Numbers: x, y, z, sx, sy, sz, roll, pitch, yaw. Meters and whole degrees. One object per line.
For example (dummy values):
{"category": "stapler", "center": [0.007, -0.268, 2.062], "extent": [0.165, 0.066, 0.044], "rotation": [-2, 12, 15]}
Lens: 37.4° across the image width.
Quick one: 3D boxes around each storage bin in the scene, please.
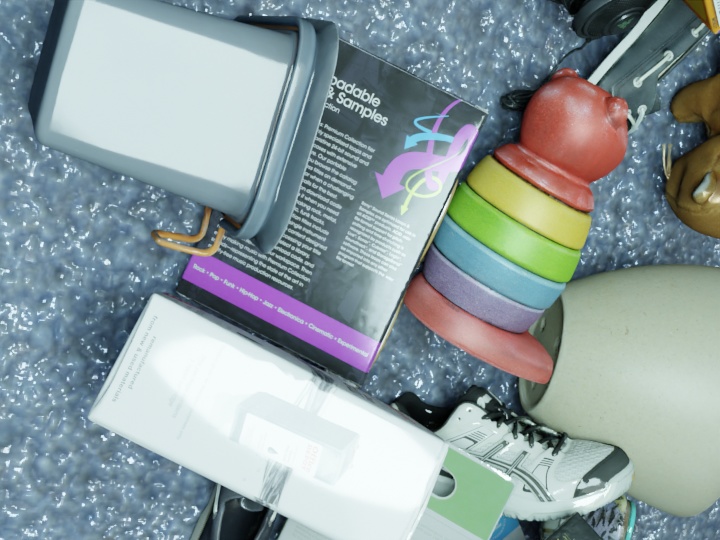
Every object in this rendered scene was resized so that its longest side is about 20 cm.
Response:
{"category": "storage bin", "center": [-0.115, -0.093, 0.604], "extent": [0.132, 0.200, 0.148], "rotation": [15, 98, -21]}

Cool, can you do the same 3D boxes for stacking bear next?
{"category": "stacking bear", "center": [0.121, -0.042, 0.764], "extent": [0.112, 0.121, 0.202], "rotation": [18, 107, -36]}

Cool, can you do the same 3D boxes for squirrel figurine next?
{"category": "squirrel figurine", "center": [0.332, -0.110, 0.841], "extent": [0.141, 0.199, 0.189], "rotation": [40, 76, -37]}

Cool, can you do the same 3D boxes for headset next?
{"category": "headset", "center": [0.149, -0.206, 0.759], "extent": [0.092, 0.124, 0.202], "rotation": [-18, 137, -20]}

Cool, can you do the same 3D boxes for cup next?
{"category": "cup", "center": [0.210, 0.081, 0.854], "extent": [0.140, 0.200, 0.204], "rotation": [14, 99, -8]}

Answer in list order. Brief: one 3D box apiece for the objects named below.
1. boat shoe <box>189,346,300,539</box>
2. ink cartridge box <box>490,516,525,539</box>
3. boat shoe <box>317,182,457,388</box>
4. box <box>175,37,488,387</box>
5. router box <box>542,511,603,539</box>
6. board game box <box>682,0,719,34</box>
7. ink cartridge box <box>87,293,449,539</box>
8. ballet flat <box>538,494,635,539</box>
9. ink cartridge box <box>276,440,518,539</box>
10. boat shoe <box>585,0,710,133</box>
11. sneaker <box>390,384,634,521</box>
{"category": "boat shoe", "center": [-0.074, 0.159, 0.772], "extent": [0.072, 0.063, 0.204], "rotation": [15, 97, -31]}
{"category": "ink cartridge box", "center": [0.093, 0.276, 0.902], "extent": [0.115, 0.066, 0.202], "rotation": [-33, 119, -16]}
{"category": "boat shoe", "center": [0.000, 0.000, 0.769], "extent": [0.068, 0.071, 0.203], "rotation": [24, 93, -12]}
{"category": "box", "center": [-0.018, -0.045, 0.716], "extent": [0.141, 0.036, 0.203], "rotation": [26, 94, 2]}
{"category": "router box", "center": [0.122, 0.274, 0.794], "extent": [0.148, 0.051, 0.201], "rotation": [-37, 150, -12]}
{"category": "board game box", "center": [0.279, -0.314, 0.704], "extent": [0.197, 0.201, 0.202], "rotation": [-19, 119, 11]}
{"category": "ink cartridge box", "center": [-0.057, 0.094, 0.670], "extent": [0.198, 0.146, 0.086], "rotation": [29, 86, -6]}
{"category": "ballet flat", "center": [0.184, 0.223, 0.894], "extent": [0.072, 0.072, 0.201], "rotation": [-44, 161, -11]}
{"category": "ink cartridge box", "center": [0.013, 0.208, 0.794], "extent": [0.144, 0.048, 0.203], "rotation": [27, 95, 11]}
{"category": "boat shoe", "center": [0.211, -0.146, 0.826], "extent": [0.060, 0.076, 0.201], "rotation": [38, 86, 5]}
{"category": "sneaker", "center": [0.105, 0.132, 0.803], "extent": [0.075, 0.196, 0.090], "rotation": [-28, 113, -64]}
